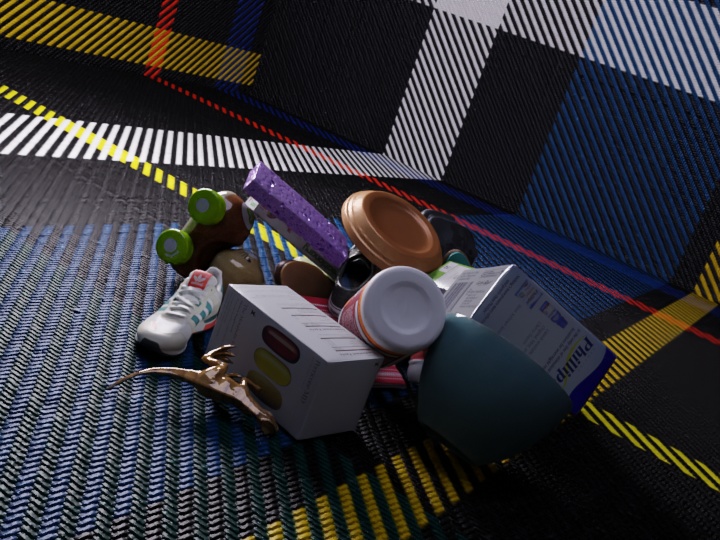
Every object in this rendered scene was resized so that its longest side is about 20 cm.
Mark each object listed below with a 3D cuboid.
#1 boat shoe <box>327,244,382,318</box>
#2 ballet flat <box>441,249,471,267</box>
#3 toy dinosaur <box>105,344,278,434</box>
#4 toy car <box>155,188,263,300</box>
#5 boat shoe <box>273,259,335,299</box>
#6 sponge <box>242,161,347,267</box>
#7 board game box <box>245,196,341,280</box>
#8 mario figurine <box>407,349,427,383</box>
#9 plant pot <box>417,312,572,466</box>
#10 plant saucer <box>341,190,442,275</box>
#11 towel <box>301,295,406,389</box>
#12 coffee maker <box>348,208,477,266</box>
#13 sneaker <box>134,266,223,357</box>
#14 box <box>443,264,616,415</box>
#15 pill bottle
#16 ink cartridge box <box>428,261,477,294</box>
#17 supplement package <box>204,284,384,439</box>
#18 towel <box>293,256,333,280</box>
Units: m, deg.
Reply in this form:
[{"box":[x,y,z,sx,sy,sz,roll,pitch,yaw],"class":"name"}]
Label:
[{"box":[0.000,0.000,1.318,0.068,0.057,0.200,19,38,4],"class":"boat shoe"},{"box":[0.177,0.056,1.448,0.068,0.201,0.072,-21,13,-8],"class":"ballet flat"},{"box":[-0.182,0.130,0.962,0.199,0.061,0.106,20,17,1],"class":"toy dinosaur"},{"box":[-0.194,-0.013,1.294,0.200,0.158,0.164,41,3,12],"class":"toy car"},{"box":[-0.076,0.038,1.341,0.070,0.071,0.200,16,-14,47],"class":"boat shoe"},{"box":[-0.102,-0.092,1.323,0.200,0.030,0.112,41,15,-17],"class":"sponge"},{"box":[-0.109,-0.058,1.405,0.200,0.035,0.126,41,-2,-17],"class":"board game box"},{"box":[0.088,0.113,1.292,0.200,0.124,0.106,39,-16,9],"class":"mario figurine"},{"box":[0.152,0.170,1.046,0.200,0.135,0.200,37,-11,8],"class":"plant pot"},{"box":[0.061,-0.066,1.371,0.200,0.037,0.201,26,35,-20],"class":"plant saucer"},{"box":[-0.030,0.107,1.230,0.144,0.023,0.200,9,32,-40],"class":"towel"},{"box":[0.092,-0.026,1.549,0.191,0.135,0.200,-10,-10,-33],"class":"coffee maker"},{"box":[-0.241,0.047,1.104,0.070,0.094,0.200,22,16,7],"class":"sneaker"},{"box":[0.221,0.095,1.145,0.200,0.105,0.184,42,-10,-9],"class":"box"},{"box":[0.032,0.072,1.100,0.113,0.113,0.200,17,-19,-11],"class":"pill bottle"},{"box":[0.201,0.083,1.298,0.076,0.148,0.200,-31,30,-29],"class":"ink cartridge box"},{"box":[-0.088,0.111,1.039,0.200,0.114,0.109,32,18,37],"class":"supplement package"},{"box":[-0.038,0.035,1.497,0.199,0.037,0.148,20,17,-5],"class":"towel"}]
